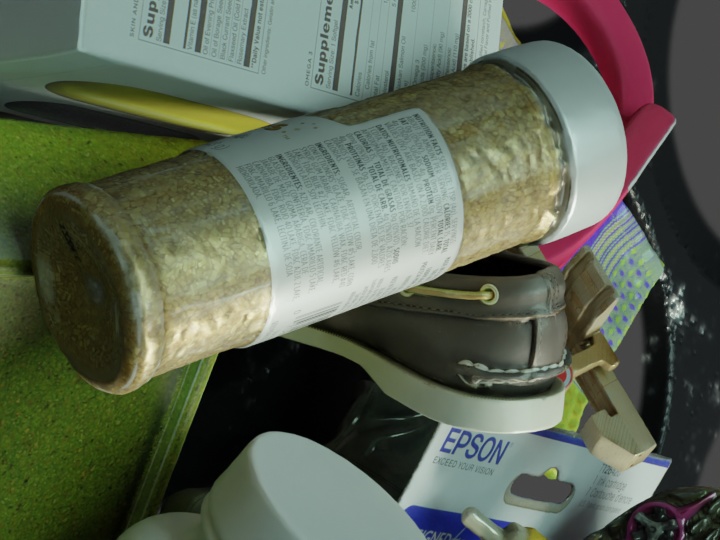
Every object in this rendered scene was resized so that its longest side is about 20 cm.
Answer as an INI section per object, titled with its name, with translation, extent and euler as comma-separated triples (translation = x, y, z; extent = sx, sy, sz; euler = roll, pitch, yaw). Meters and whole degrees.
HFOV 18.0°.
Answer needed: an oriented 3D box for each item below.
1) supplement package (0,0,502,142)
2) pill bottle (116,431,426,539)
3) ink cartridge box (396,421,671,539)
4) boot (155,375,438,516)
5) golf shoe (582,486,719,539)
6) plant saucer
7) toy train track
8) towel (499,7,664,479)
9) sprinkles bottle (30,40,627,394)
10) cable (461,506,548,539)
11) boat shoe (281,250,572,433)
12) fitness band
[supplement package]
translation = -0.067, -0.125, 0.818
extent = 0.200, 0.152, 0.151
euler = 12, 81, -47
[pill bottle]
translation = -0.064, 0.154, 0.780
extent = 0.111, 0.111, 0.200
euler = 23, 113, -44
[ink cartridge box]
translation = 0.026, 0.145, 0.918
extent = 0.198, 0.047, 0.200
euler = 19, 97, -57
[boot]
translation = 0.000, 0.064, 0.930
extent = 0.200, 0.068, 0.131
euler = 10, 100, -54
[golf shoe]
translation = 0.104, 0.168, 0.944
extent = 0.092, 0.073, 0.200
euler = -5, 130, -60
[plant saucer]
translation = -0.125, 0.050, 0.769
extent = 0.199, 0.048, 0.200
euler = 3, 114, -47
[toy train track]
translation = 0.047, -0.009, 0.872
extent = 0.032, 0.115, 0.200
euler = -25, 74, -15
[towel]
translation = 0.071, -0.016, 1.061
extent = 0.200, 0.023, 0.144
euler = 56, 52, -31
[sprinkles bottle]
translation = -0.006, -0.020, 0.742
extent = 0.200, 0.068, 0.068
euler = -20, 104, -33
[cable]
translation = 0.105, 0.162, 0.861
extent = 0.097, 0.200, 0.050
euler = -62, -174, 23
[boat shoe]
translation = 0.000, 0.000, 0.851
extent = 0.072, 0.200, 0.060
euler = -9, 114, -40
[fitness band]
translation = 0.052, -0.070, 0.982
extent = 0.144, 0.037, 0.200
euler = 39, 53, 3
